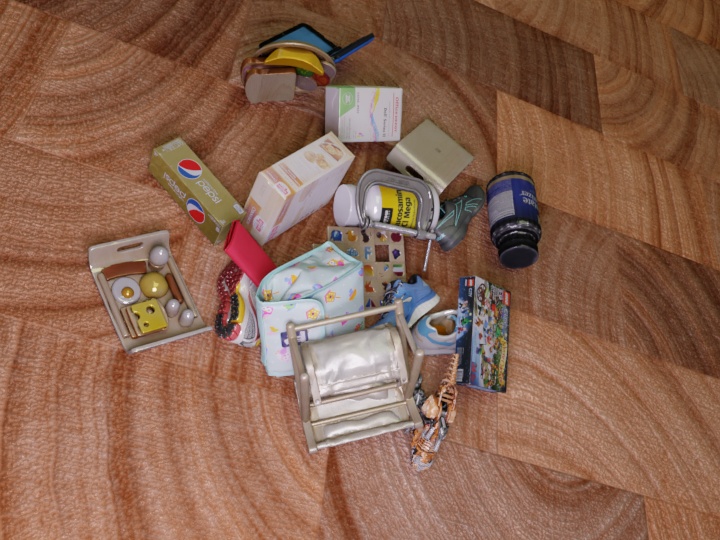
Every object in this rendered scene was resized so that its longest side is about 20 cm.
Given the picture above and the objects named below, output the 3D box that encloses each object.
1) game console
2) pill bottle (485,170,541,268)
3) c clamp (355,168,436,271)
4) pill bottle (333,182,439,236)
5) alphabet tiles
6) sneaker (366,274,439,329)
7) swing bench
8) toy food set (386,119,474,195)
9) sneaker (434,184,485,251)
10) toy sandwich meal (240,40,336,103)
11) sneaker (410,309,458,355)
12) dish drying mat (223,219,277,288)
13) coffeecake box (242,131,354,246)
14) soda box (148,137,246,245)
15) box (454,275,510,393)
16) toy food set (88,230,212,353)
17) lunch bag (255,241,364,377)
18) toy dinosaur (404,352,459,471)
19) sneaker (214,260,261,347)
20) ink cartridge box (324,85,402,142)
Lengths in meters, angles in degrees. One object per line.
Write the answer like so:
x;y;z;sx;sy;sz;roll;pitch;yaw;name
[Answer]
-0.096;-0.513;1.762;0.119;0.170;0.200;60;42;-15;game console
0.338;-0.110;1.726;0.111;0.112;0.201;13;55;-19;pill bottle
0.071;-0.105;1.525;0.199;0.027;0.172;16;87;-27;c clamp
0.051;-0.127;1.592;0.198;0.113;0.113;0;59;-26;pill bottle
0.000;0.000;1.510;0.198;0.008;0.169;0;83;-27;alphabet tiles
0.064;0.072;1.485;0.089;0.078;0.200;54;45;-2;sneaker
-0.007;0.176;1.289;0.197;0.201;0.130;-11;43;-10;swing bench
0.160;-0.251;1.773;0.143;0.061;0.200;41;42;4;toy food set
0.208;-0.131;1.691;0.079;0.075;0.200;43;50;-11;sneaker
-0.150;-0.404;1.635;0.204;0.205;0.071;8;70;-22;toy sandwich meal
0.191;0.116;1.524;0.199;0.081;0.077;-6;61;-31;sneaker
-0.172;0.004;1.382;0.200;0.018;0.077;54;28;-36;dish drying mat
-0.122;-0.156;1.497;0.073;0.154;0.200;46;51;8;coffeecake box
-0.304;-0.147;1.455;0.200;0.068;0.064;48;52;9;soda box
0.233;0.124;1.489;0.136;0.037;0.202;19;71;-48;box
-0.349;0.034;1.309;0.143;0.060;0.201;-16;67;-34;toy food set
-0.091;0.073;1.344;0.122;0.171;0.199;30;47;34;lunch bag
0.134;0.246;1.369;0.102;0.136;0.200;40;91;-16;toy dinosaur
-0.205;0.050;1.384;0.082;0.078;0.201;35;41;-37;sneaker
0.024;-0.342;1.713;0.199;0.067;0.118;-8;108;-30;ink cartridge box
